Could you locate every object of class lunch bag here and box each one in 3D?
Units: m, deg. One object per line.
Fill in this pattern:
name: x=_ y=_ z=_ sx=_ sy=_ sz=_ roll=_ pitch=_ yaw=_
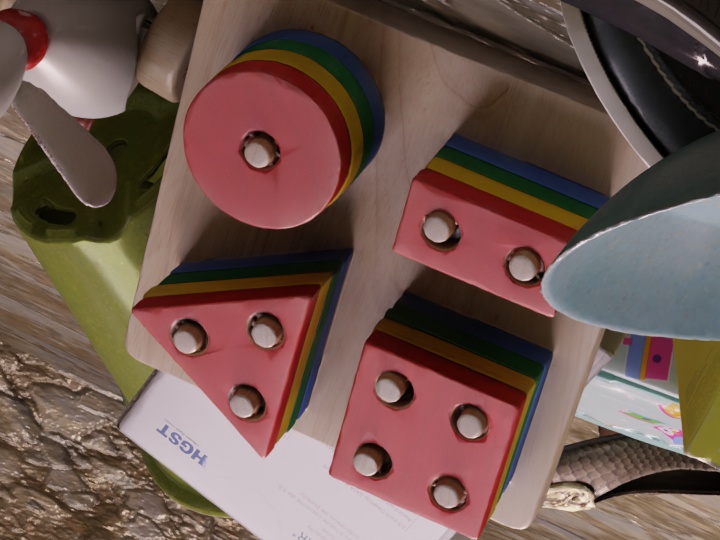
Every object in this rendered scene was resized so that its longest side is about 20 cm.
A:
lunch bag: x=0.154 y=0.045 z=1.176 sx=0.200 sy=0.077 sz=0.160 roll=22 pitch=169 yaw=20

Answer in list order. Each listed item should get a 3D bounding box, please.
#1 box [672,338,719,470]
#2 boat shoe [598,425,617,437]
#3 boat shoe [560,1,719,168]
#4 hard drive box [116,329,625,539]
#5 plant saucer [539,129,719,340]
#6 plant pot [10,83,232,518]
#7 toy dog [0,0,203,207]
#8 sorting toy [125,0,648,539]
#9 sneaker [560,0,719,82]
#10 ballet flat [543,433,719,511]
box: x=0.166 y=0.035 z=0.954 sx=0.075 sy=0.050 sz=0.200 roll=25 pitch=-163 yaw=0
boat shoe: x=0.165 y=0.084 z=1.350 sx=0.075 sy=0.075 sz=0.202 roll=22 pitch=169 yaw=19
boat shoe: x=0.147 y=-0.047 z=0.849 sx=0.062 sy=0.073 sz=0.200 roll=-34 pitch=124 yaw=26
hard drive box: x=0.007 y=0.039 z=1.099 sx=0.156 sy=0.200 sz=0.077 roll=38 pitch=-147 yaw=-1
plant saucer: x=0.155 y=-0.019 z=0.764 sx=0.201 sy=0.039 sz=0.201 roll=-4 pitch=165 yaw=-1
plant pot: x=-0.079 y=-0.008 z=1.246 sx=0.200 sy=0.200 sz=0.190 roll=15 pitch=152 yaw=44
toy dog: x=-0.143 y=-0.078 z=1.041 sx=0.132 sy=0.096 sz=0.200 roll=35 pitch=-152 yaw=30
sorting toy: x=0.000 y=0.000 z=0.992 sx=0.198 sy=0.200 sz=0.070 roll=23 pitch=-148 yaw=12
sneaker: x=0.093 y=-0.097 z=0.687 sx=0.200 sy=0.075 sz=0.106 roll=26 pitch=-178 yaw=-6
ballet flat: x=0.172 y=0.109 z=1.287 sx=0.200 sy=0.046 sz=0.067 roll=-3 pitch=168 yaw=-23
